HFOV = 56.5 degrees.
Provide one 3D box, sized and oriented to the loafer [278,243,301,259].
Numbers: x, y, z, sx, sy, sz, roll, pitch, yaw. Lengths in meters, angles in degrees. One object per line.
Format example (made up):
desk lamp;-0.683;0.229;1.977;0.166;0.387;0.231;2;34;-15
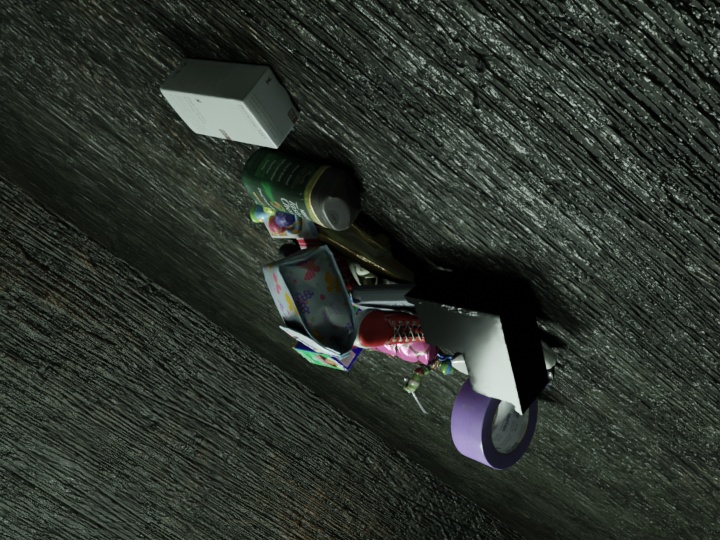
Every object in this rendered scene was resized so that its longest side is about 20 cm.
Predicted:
loafer;-0.131;0.006;1.551;0.070;0.069;0.201;3;150;39

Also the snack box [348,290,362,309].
snack box;-0.009;0.054;1.484;0.199;0.025;0.072;25;-159;22

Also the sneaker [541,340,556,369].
sneaker;0.256;0.147;1.229;0.199;0.100;0.078;22;159;28

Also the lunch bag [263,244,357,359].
lunch bag;-0.091;0.066;1.232;0.202;0.126;0.169;67;163;-7

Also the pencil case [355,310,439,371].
pencil case;0.075;0.151;1.467;0.198;0.091;0.094;14;142;23

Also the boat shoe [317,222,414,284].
boat shoe;0.021;-0.039;1.197;0.199;0.067;0.074;31;166;-22

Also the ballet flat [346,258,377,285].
ballet flat;0.000;0.000;1.357;0.063;0.068;0.201;-4;145;13

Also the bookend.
bookend;0.199;0.117;1.145;0.198;0.092;0.202;10;127;46

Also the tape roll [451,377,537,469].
tape roll;0.290;0.316;1.442;0.085;0.201;0.200;10;151;49

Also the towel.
towel;-0.080;-0.053;1.284;0.144;0.022;0.201;2;120;58

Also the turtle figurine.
turtle figurine;0.118;0.217;1.564;0.193;0.144;0.200;30;158;15

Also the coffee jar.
coffee jar;-0.097;-0.135;1.117;0.199;0.086;0.104;20;158;33

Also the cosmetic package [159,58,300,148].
cosmetic package;-0.198;-0.253;1.008;0.199;0.074;0.102;19;158;39

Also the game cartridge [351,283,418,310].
game cartridge;0.062;0.052;1.272;0.132;0.041;0.200;3;173;8

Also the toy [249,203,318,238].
toy;-0.163;-0.107;1.294;0.199;0.047;0.116;8;125;58

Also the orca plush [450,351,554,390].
orca plush;0.283;0.175;1.324;0.198;0.071;0.106;-1;136;29

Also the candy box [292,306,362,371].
candy box;-0.055;0.148;1.625;0.077;0.170;0.199;43;159;-20

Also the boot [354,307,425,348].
boot;0.084;0.112;1.265;0.143;0.073;0.199;6;-175;35
